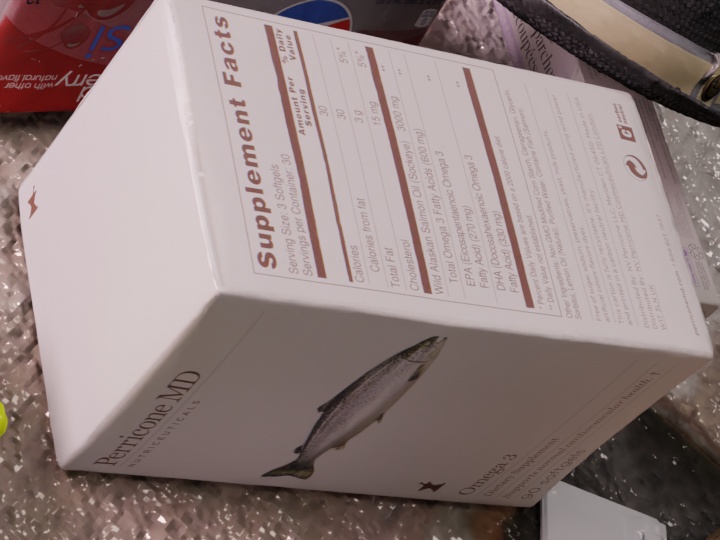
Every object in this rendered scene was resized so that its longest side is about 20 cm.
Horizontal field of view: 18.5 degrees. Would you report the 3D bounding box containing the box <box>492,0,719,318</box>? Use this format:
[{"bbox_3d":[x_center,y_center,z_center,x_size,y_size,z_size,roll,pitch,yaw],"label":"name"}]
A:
[{"bbox_3d":[0.101,-0.060,0.943,0.041,0.039,0.201,8,53,-34],"label":"box"}]

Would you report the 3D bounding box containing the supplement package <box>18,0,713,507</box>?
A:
[{"bbox_3d":[0.000,0.000,0.760,0.199,0.117,0.118,8,54,-32],"label":"supplement package"}]

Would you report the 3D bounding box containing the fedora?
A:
[{"bbox_3d":[0.109,-0.138,0.867,0.200,0.092,0.201,31,17,-11],"label":"fedora"}]

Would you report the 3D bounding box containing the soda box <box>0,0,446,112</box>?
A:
[{"bbox_3d":[-0.065,-0.105,0.825,0.199,0.070,0.064,-4,52,-40],"label":"soda box"}]

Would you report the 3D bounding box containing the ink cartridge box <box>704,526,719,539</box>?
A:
[{"bbox_3d":[0.182,0.105,0.770,0.075,0.165,0.200,56,39,4],"label":"ink cartridge box"}]

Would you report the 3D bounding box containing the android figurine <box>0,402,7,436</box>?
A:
[{"bbox_3d":[-0.183,0.031,0.633,0.199,0.041,0.183,26,46,-38],"label":"android figurine"}]

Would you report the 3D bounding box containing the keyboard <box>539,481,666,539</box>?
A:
[{"bbox_3d":[0.088,0.164,0.779,0.056,0.011,0.201,19,47,-19],"label":"keyboard"}]
